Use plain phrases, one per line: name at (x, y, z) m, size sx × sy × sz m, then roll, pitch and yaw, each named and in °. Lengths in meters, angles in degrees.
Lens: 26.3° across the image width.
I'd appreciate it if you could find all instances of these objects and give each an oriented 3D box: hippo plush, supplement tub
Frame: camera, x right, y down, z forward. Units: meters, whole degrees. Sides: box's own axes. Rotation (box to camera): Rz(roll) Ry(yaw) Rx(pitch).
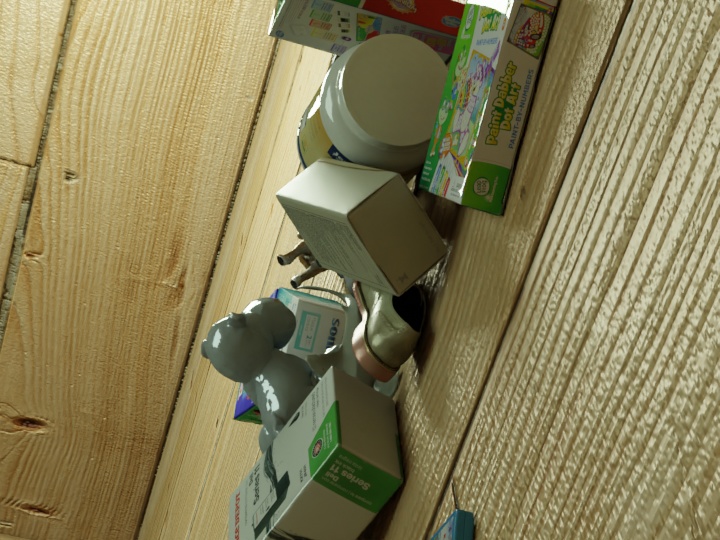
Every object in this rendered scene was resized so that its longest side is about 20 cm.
hippo plush at (-0.111, 0.125, 1.759) m, size 0.200 × 0.161 × 0.160 m, roll -40°, pitch -10°, yaw -43°
supplement tub at (0.016, -0.162, 1.669) m, size 0.200 × 0.143 × 0.146 m, roll 134°, pitch 148°, yaw -71°

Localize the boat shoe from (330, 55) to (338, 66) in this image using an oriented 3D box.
boat shoe at (-0.028, -0.413, 2.456) m, size 0.075 × 0.065 × 0.201 m, roll -104°, pitch 30°, yaw -68°

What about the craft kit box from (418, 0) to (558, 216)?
craft kit box at (0.114, -0.159, 1.423) m, size 0.200 × 0.048 × 0.199 m, roll -144°, pitch 71°, yaw -79°

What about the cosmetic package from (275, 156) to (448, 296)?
cosmetic package at (-0.002, -0.048, 1.567) m, size 0.073 × 0.104 × 0.200 m, roll -39°, pitch 22°, yaw -14°

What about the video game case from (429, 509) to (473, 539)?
video game case at (0.048, 0.298, 1.249) m, size 0.200 × 0.018 × 0.144 m, roll 118°, pitch 163°, yaw -55°

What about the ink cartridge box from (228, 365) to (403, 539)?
ink cartridge box at (-0.049, 0.220, 1.541) m, size 0.201 × 0.083 × 0.147 m, roll -53°, pitch 20°, yaw 21°

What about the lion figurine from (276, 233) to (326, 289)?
lion figurine at (-0.038, -0.044, 2.029) m, size 0.122 × 0.073 × 0.200 m, roll -35°, pitch 4°, yaw -33°

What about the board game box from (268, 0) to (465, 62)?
board game box at (0.008, -0.276, 1.710) m, size 0.153 × 0.198 × 0.041 m, roll 141°, pitch 143°, yaw -72°

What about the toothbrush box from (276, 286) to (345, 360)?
toothbrush box at (-0.070, 0.107, 1.953) m, size 0.200 × 0.085 × 0.148 m, roll -155°, pitch 79°, yaw -78°

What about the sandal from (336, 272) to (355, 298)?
sandal at (-0.001, 0.000, 1.736) m, size 0.200 × 0.075 × 0.043 m, roll -101°, pitch 27°, yaw -66°

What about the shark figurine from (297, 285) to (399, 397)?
shark figurine at (-0.021, 0.086, 1.647) m, size 0.128 × 0.089 × 0.216 m, roll 123°, pitch 147°, yaw -51°

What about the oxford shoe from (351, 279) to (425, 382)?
oxford shoe at (0.039, 0.033, 1.566) m, size 0.074 × 0.071 × 0.201 m, roll -43°, pitch 24°, yaw 24°

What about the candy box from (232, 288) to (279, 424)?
candy box at (-0.120, 0.129, 2.214) m, size 0.200 × 0.076 × 0.171 m, roll 134°, pitch 147°, yaw -73°
